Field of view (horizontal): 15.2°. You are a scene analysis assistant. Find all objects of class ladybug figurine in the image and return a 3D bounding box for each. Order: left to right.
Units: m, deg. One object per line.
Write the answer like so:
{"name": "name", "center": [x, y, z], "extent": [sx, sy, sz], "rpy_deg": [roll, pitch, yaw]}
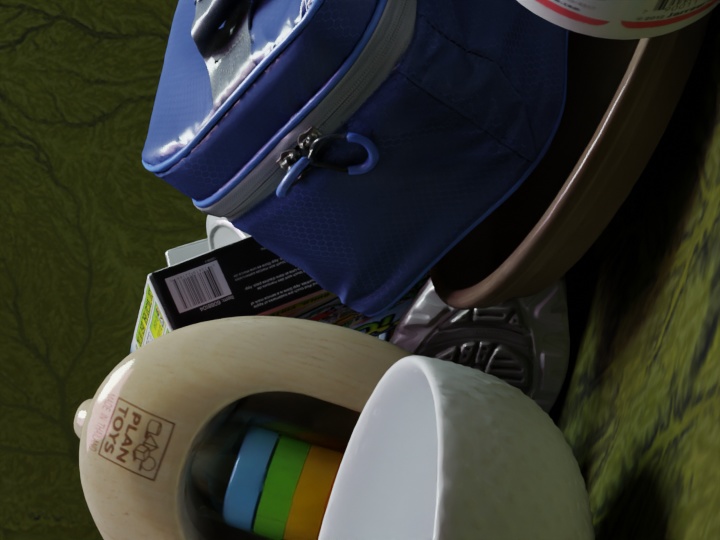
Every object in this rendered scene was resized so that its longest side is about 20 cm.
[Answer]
{"name": "ladybug figurine", "center": [-0.017, 0.087, 1.069], "extent": [0.072, 0.199, 0.136], "rpy_deg": [-38, -31, -81]}

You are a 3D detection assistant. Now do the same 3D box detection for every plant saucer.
{"name": "plant saucer", "center": [0.086, -0.072, 1.053], "extent": [0.201, 0.029, 0.200], "rpy_deg": [-60, 14, 25]}

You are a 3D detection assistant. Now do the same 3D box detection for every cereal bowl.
{"name": "cereal bowl", "center": [0.035, 0.134, 0.937], "extent": [0.200, 0.083, 0.201], "rpy_deg": [-167, 90, -80]}

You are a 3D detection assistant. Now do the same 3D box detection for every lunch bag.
{"name": "lunch bag", "center": [-0.007, -0.091, 1.059], "extent": [0.136, 0.132, 0.200], "rpy_deg": [-44, 23, 33]}

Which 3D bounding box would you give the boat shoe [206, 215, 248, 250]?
{"name": "boat shoe", "center": [-0.034, 0.046, 1.402], "extent": [0.200, 0.065, 0.074], "rpy_deg": [57, 141, 18]}

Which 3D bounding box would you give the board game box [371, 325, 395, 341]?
{"name": "board game box", "center": [0.010, 0.102, 1.274], "extent": [0.135, 0.034, 0.201], "rpy_deg": [47, -130, -60]}

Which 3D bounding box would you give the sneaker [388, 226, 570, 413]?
{"name": "sneaker", "center": [0.042, 0.052, 1.187], "extent": [0.100, 0.078, 0.201], "rpy_deg": [-77, 4, -56]}

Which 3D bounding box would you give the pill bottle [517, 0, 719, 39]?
{"name": "pill bottle", "center": [0.103, -0.167, 0.874], "extent": [0.200, 0.108, 0.109], "rpy_deg": [114, 168, -63]}

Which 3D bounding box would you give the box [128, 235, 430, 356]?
{"name": "box", "center": [0.000, 0.000, 1.176], "extent": [0.035, 0.199, 0.110], "rpy_deg": [65, 164, 15]}

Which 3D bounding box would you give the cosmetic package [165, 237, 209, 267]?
{"name": "cosmetic package", "center": [-0.043, 0.084, 1.495], "extent": [0.107, 0.090, 0.201], "rpy_deg": [59, -165, -74]}
